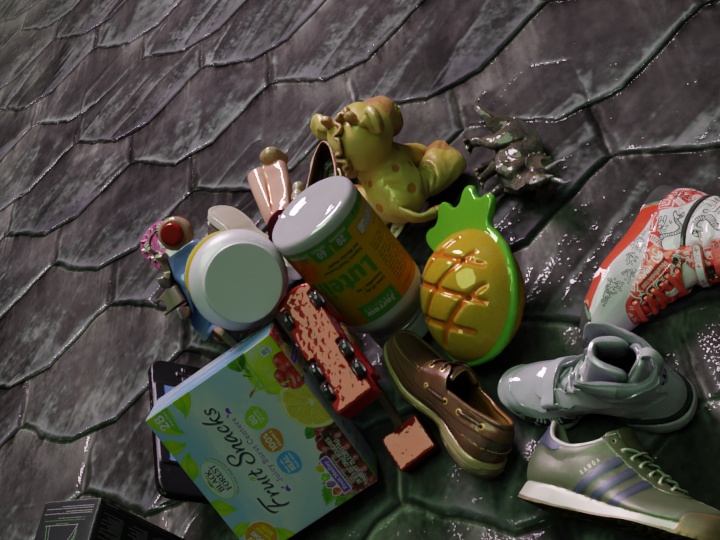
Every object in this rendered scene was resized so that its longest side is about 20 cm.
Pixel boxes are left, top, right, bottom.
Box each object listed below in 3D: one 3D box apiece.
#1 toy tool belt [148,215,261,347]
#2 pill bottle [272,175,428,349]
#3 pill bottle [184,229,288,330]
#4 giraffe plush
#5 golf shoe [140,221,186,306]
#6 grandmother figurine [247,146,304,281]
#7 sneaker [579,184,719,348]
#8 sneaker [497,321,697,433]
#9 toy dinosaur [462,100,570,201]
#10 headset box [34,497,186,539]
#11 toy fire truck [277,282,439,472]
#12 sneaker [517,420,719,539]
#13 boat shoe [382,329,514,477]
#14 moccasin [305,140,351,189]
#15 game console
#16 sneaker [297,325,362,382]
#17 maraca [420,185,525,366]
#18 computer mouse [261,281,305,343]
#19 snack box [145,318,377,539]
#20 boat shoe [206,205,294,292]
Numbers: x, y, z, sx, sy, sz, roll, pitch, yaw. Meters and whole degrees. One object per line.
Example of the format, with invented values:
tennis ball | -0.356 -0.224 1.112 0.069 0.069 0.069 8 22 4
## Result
toy tool belt | -0.211 0.012 1.147 0.124 0.201 0.123 -36 0 6
pill bottle | 0.000 0.000 0.991 0.110 0.200 0.112 -29 30 19
pill bottle | -0.144 0.009 0.998 0.113 0.112 0.200 -51 11 -7
giraffe plush | 0.019 -0.143 1.085 0.171 0.163 0.201 -20 27 26
golf shoe | -0.240 0.009 1.278 0.075 0.091 0.200 -43 66 4
grandmother figurine | -0.109 -0.065 1.164 0.122 0.060 0.201 114 149 -44
sneaker | 0.306 0.005 0.860 0.107 0.067 0.202 19 69 47
sneaker | 0.209 0.099 0.828 0.198 0.115 0.076 -1 57 37
toy dinosaur | 0.188 -0.140 1.072 0.101 0.077 0.201 -19 43 9
headset box | -0.284 0.378 0.953 0.092 0.174 0.202 -12 53 29
toy fire truck | -0.002 0.114 0.931 0.049 0.141 0.201 -37 62 8
sneaker | 0.238 0.184 0.775 0.199 0.067 0.091 3 66 42
boat shoe | 0.095 0.124 0.912 0.200 0.071 0.068 50 128 41
moccasin | -0.051 -0.093 1.200 0.073 0.078 0.203 -9 54 32
game console | -0.156 0.171 1.059 0.119 0.171 0.201 -53 36 31
sneaker | -0.085 0.142 1.021 0.198 0.088 0.076 -20 44 2
maraca | 0.120 0.006 0.959 0.137 0.106 0.202 -29 58 44
computer mouse | -0.061 0.034 1.071 0.109 0.044 0.200 -11 19 32
snack box | -0.103 0.183 0.941 0.168 0.201 0.068 -33 10 8
boat shoe | -0.159 -0.020 1.241 0.200 0.071 0.060 40 127 35
